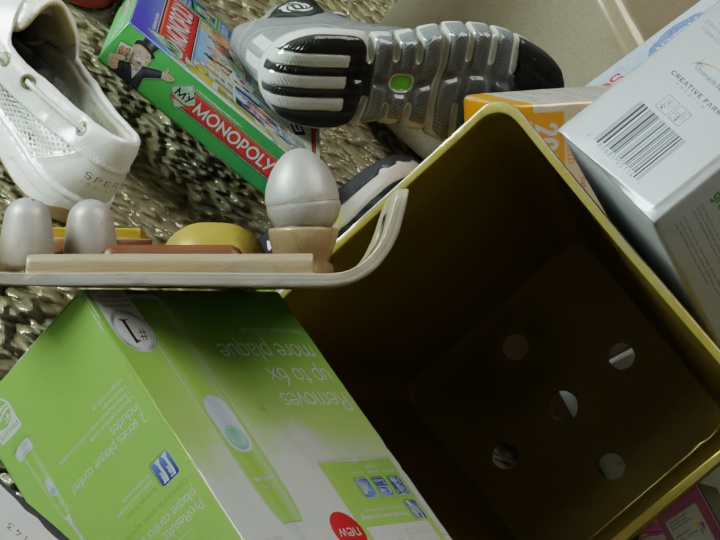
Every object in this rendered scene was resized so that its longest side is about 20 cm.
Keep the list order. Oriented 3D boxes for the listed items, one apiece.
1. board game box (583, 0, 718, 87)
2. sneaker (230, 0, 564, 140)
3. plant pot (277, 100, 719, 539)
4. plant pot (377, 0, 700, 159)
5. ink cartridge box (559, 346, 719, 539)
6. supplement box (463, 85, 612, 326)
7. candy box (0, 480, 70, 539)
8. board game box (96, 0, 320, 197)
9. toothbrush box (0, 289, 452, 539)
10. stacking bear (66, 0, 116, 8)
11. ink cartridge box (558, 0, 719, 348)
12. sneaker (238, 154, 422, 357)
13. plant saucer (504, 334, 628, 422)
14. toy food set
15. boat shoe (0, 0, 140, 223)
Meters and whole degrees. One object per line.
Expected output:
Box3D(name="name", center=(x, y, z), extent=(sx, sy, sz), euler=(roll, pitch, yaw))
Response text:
Box3D(name="board game box", center=(0.219, -0.060, 1.404), extent=(0.200, 0.200, 0.041), euler=(56, -3, -35))
Box3D(name="sneaker", center=(0.016, -0.126, 1.328), extent=(0.200, 0.075, 0.115), euler=(6, 19, -30))
Box3D(name="plant pot", center=(0.080, 0.064, 1.141), extent=(0.200, 0.200, 0.176), euler=(51, 11, 16))
Box3D(name="plant pot", center=(0.145, -0.120, 1.502), extent=(0.200, 0.200, 0.177), euler=(15, 35, -48))
Box3D(name="ink cartridge box", center=(0.216, 0.126, 1.309), extent=(0.200, 0.085, 0.144), euler=(63, 27, 3))
Box3D(name="supplement box", center=(0.164, -0.042, 1.301), extent=(0.200, 0.126, 0.074), euler=(-6, 10, -21))
Box3D(name="candy box", center=(-0.095, 0.186, 0.670), extent=(0.200, 0.168, 0.072), euler=(41, 24, -7))
Box3D(name="board game box", center=(-0.082, -0.108, 1.296), extent=(0.135, 0.029, 0.200), euler=(40, 12, -12))
Box3D(name="toothbrush box", center=(-0.049, 0.109, 0.973), extent=(0.145, 0.086, 0.200), euler=(3, 48, -56))
Box3D(name="stacking bear", center=(-0.125, -0.259, 1.311), extent=(0.121, 0.200, 0.114), euler=(28, 28, -31))
Box3D(name="ink cartridge box", center=(0.218, -0.044, 1.121), extent=(0.084, 0.175, 0.200), euler=(50, -3, 42))
Box3D(name="sneaker", center=(0.000, 0.000, 1.259), extent=(0.083, 0.072, 0.200), euler=(48, 34, 6))
Box3D(name="plant saucer", center=(0.097, 0.042, 1.374), extent=(0.200, 0.035, 0.200), euler=(36, 24, -19))
Box3D(name="toy food set", center=(-0.081, -0.022, 1.000), extent=(0.199, 0.061, 0.144), euler=(1, -1, -2))
Box3D(name="boat shoe", center=(-0.174, -0.116, 1.162), extent=(0.200, 0.069, 0.071), euler=(52, 27, 19))
